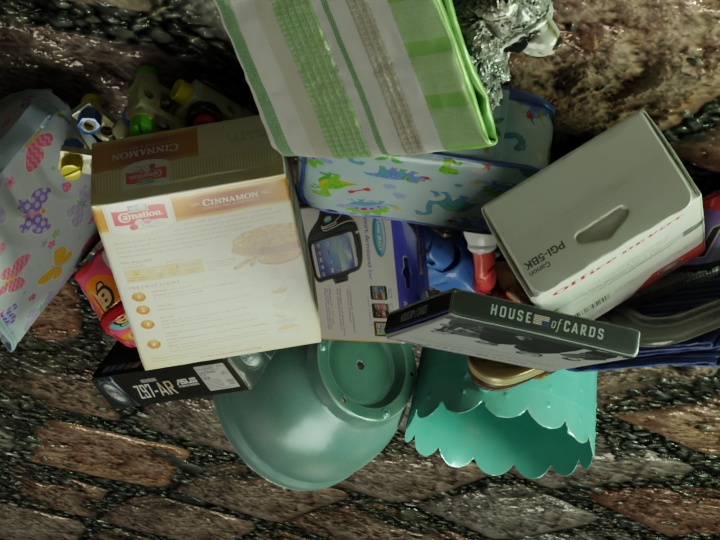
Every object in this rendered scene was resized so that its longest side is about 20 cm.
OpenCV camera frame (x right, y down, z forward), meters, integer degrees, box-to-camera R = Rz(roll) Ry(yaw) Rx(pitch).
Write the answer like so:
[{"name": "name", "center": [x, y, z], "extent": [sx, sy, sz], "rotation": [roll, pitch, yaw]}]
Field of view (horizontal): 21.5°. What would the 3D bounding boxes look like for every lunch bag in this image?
[{"name": "lunch bag", "center": [0.048, -0.092, 1.497], "extent": [0.198, 0.083, 0.161], "rotation": [8, 158, 1]}, {"name": "lunch bag", "center": [-0.157, -0.007, 1.714], "extent": [0.175, 0.082, 0.200], "rotation": [-34, 169, 1]}, {"name": "lunch bag", "center": [-0.300, -0.054, 1.606], "extent": [0.127, 0.170, 0.200], "rotation": [34, 164, 10]}]

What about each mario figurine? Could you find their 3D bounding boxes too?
[{"name": "mario figurine", "center": [0.099, -0.010, 1.725], "extent": [0.199, 0.106, 0.124], "rotation": [33, -173, -24]}]

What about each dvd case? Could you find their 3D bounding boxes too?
[{"name": "dvd case", "center": [0.113, 0.049, 1.473], "extent": [0.149, 0.025, 0.200], "rotation": [12, 172, -12]}]

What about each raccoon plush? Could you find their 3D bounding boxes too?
[{"name": "raccoon plush", "center": [0.039, -0.179, 1.287], "extent": [0.198, 0.098, 0.134], "rotation": [11, 151, -1]}]

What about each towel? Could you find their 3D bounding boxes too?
[{"name": "towel", "center": [0.265, 0.035, 1.608], "extent": [0.143, 0.200, 0.024], "rotation": [-7, 111, 30]}, {"name": "towel", "center": [-0.004, -0.148, 1.302], "extent": [0.199, 0.031, 0.150], "rotation": [1, 123, 40]}]

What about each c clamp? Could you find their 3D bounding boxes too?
[{"name": "c clamp", "center": [0.263, 0.017, 1.570], "extent": [0.198, 0.027, 0.171], "rotation": [-17, -162, -8]}]

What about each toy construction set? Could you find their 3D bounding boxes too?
[{"name": "toy construction set", "center": [-0.137, -0.097, 1.551], "extent": [0.199, 0.093, 0.131], "rotation": [18, 134, -39]}]

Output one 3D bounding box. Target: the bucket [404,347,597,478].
[{"name": "bucket", "center": [0.147, 0.114, 1.892], "extent": [0.205, 0.136, 0.208], "rotation": [8, 159, 3]}]

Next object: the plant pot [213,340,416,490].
[{"name": "plant pot", "center": [-0.028, 0.104, 1.865], "extent": [0.199, 0.202, 0.134], "rotation": [22, 152, -29]}]

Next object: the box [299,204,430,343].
[{"name": "box", "center": [0.000, 0.000, 1.644], "extent": [0.041, 0.121, 0.199], "rotation": [-9, -174, -37]}]

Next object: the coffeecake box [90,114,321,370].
[{"name": "coffeecake box", "center": [-0.121, -0.020, 1.522], "extent": [0.152, 0.074, 0.201], "rotation": [-9, 138, 1]}]

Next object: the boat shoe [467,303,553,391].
[{"name": "boat shoe", "center": [0.157, 0.067, 1.659], "extent": [0.072, 0.200, 0.073], "rotation": [29, 127, 22]}]

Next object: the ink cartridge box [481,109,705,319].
[{"name": "ink cartridge box", "center": [0.183, -0.031, 1.454], "extent": [0.146, 0.083, 0.200], "rotation": [-31, 165, 4]}]

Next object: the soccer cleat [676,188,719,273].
[{"name": "soccer cleat", "center": [0.306, -0.047, 1.540], "extent": [0.198, 0.069, 0.073], "rotation": [-6, 134, 37]}]

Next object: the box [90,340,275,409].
[{"name": "box", "center": [-0.149, 0.056, 1.841], "extent": [0.199, 0.161, 0.044], "rotation": [-10, 126, 42]}]
